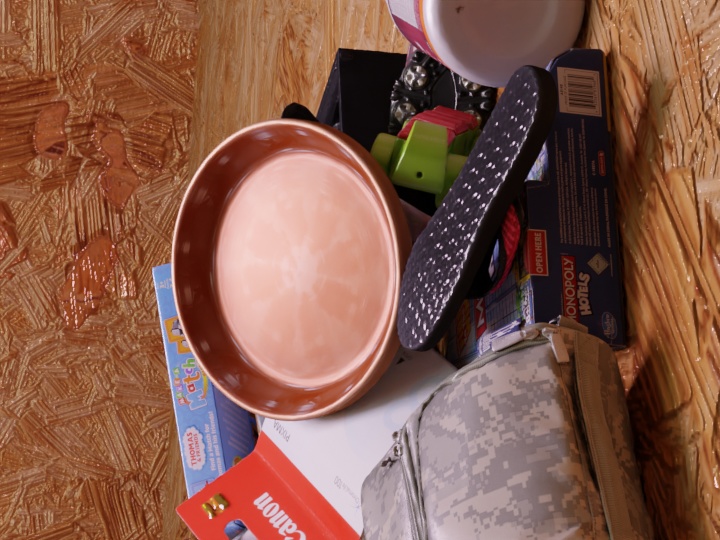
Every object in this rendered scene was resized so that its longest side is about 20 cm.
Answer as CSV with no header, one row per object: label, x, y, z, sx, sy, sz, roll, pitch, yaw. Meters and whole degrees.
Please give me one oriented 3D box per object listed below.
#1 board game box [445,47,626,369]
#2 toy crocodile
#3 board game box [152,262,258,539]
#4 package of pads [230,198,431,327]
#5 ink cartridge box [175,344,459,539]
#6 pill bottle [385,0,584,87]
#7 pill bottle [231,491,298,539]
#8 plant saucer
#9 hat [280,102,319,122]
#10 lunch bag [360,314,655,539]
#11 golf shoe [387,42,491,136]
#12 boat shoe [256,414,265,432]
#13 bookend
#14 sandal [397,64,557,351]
board game box,0.105,-0.012,1.247,0.200,0.061,0.201,121,151,-63
toy crocodile,0.052,-0.084,1.320,0.200,0.067,0.062,-38,-37,-71
board game box,-0.109,0.107,1.460,0.151,0.036,0.201,57,-159,-73
package of pads,0.000,0.000,1.407,0.200,0.075,0.121,25,-93,-57
ink cartridge box,-0.024,0.121,1.274,0.160,0.200,0.047,39,163,54
pill bottle,0.077,-0.194,1.330,0.200,0.109,0.110,-127,43,-72
pill bottle,-0.008,0.250,1.338,0.200,0.116,0.116,48,160,3
plant saucer,-0.044,-0.001,1.285,0.200,0.032,0.201,3,95,38
hat,-0.078,-0.028,1.475,0.200,0.081,0.202,2,-90,-72
lunch bag,0.096,0.147,1.083,0.168,0.139,0.201,-53,32,39
golf shoe,0.070,-0.162,1.489,0.088,0.077,0.201,-13,-70,-82
boat shoe,-0.066,0.201,1.610,0.073,0.061,0.201,-114,28,-65
bookend,0.009,-0.049,1.635,0.200,0.092,0.200,112,158,-58
sandal,0.078,-0.028,1.158,0.201,0.045,0.075,-62,28,25
